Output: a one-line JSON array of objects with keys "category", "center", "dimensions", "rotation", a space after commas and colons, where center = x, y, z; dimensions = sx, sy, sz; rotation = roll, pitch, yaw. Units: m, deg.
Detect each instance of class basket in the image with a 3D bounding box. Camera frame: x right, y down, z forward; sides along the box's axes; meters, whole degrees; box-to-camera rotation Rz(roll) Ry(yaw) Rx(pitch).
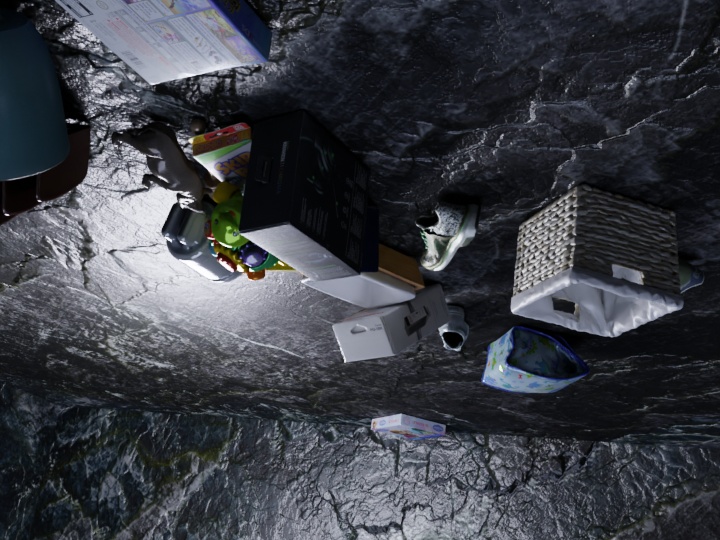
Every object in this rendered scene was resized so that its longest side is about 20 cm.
[{"category": "basket", "center": [0.365, -0.008, 1.324], "dimensions": [0.195, 0.163, 0.200], "rotation": [14, 158, -15]}]

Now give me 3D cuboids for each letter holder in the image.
[{"category": "letter holder", "center": [-0.466, -0.130, 1.200], "dimensions": [0.099, 0.144, 0.200], "rotation": [7, -164, -1]}]

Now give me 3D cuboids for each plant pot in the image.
[{"category": "plant pot", "center": [-0.455, -0.222, 1.010], "dimensions": [0.197, 0.201, 0.163], "rotation": [8, 119, 0]}]

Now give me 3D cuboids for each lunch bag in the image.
[{"category": "lunch bag", "center": [0.405, 0.219, 1.951], "dimensions": [0.197, 0.129, 0.170], "rotation": [20, 158, -5]}]

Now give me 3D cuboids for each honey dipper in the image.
[{"category": "honey dipper", "center": [-0.234, -0.171, 1.296], "dimensions": [0.037, 0.039, 0.201], "rotation": [6, 156, 5]}]

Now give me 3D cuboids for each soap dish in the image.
[{"category": "soap dish", "center": [0.000, 0.000, 1.587], "dimensions": [0.198, 0.082, 0.156], "rotation": [23, 154, -34]}]

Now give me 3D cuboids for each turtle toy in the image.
[{"category": "turtle toy", "center": [-0.178, -0.056, 1.278], "dimensions": [0.145, 0.102, 0.200], "rotation": [32, 159, 10]}]

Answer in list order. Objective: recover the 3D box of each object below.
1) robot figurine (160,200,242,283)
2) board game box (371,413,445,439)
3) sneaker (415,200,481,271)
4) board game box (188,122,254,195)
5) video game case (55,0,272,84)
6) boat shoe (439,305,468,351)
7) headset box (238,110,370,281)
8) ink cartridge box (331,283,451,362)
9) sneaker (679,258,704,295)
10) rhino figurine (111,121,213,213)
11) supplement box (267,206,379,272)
[{"category": "robot figurine", "center": [-0.268, -0.049, 1.509], "dimensions": [0.168, 0.114, 0.200], "rotation": [19, 168, 33]}, {"category": "board game box", "center": [0.172, 0.567, 3.058], "dimensions": [0.197, 0.042, 0.199], "rotation": [19, 157, -26]}, {"category": "sneaker", "center": [0.129, -0.068, 1.404], "dimensions": [0.088, 0.078, 0.200], "rotation": [24, 151, -7]}, {"category": "board game box", "center": [-0.172, -0.158, 1.279], "dimensions": [0.094, 0.030, 0.200], "rotation": [-13, 154, 16]}, {"category": "video game case", "center": [-0.226, -0.294, 0.951], "dimensions": [0.179, 0.046, 0.200], "rotation": [-2, 157, 27]}, {"category": "boat shoe", "center": [0.204, 0.141, 1.895], "dimensions": [0.069, 0.073, 0.201], "rotation": [4, 159, 11]}, {"category": "headset box", "center": [-0.078, -0.104, 1.210], "dimensions": [0.092, 0.177, 0.200], "rotation": [-8, 155, 30]}, {"category": "ink cartridge box", "center": [0.064, 0.105, 1.694], "dimensions": [0.146, 0.084, 0.199], "rotation": [-13, -172, 44]}, {"category": "sneaker", "center": [0.531, 0.035, 1.505], "dimensions": [0.089, 0.068, 0.201], "rotation": [15, 155, -5]}, {"category": "rhino figurine", "center": [-0.288, -0.149, 1.290], "dimensions": [0.086, 0.060, 0.201], "rotation": [-1, 143, 24]}, {"category": "supplement box", "center": [-0.078, -0.052, 1.400], "dimensions": [0.197, 0.111, 0.109], "rotation": [0, 180, 18]}]
